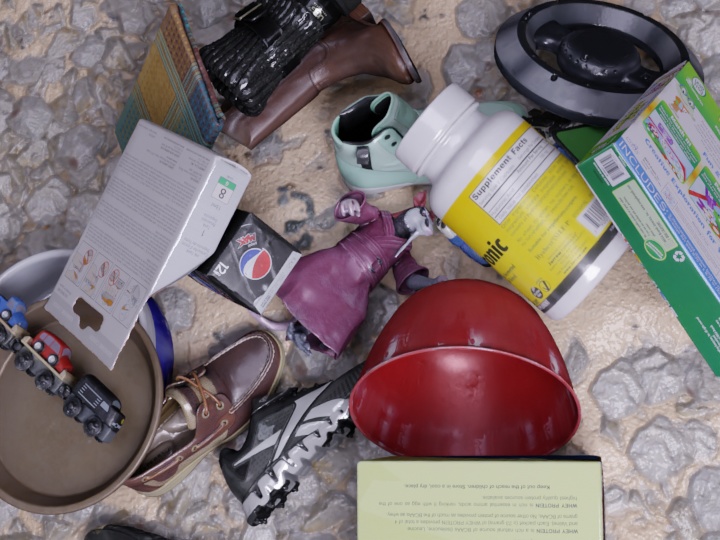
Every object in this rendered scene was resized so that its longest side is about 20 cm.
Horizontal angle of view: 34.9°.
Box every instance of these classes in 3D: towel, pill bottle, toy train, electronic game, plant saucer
[{"bbox_3d":[-0.189,-0.141,1.131,0.021,0.200,0.148,-8,64,-33],"label":"towel"},{"bbox_3d":[0.128,-0.063,0.971,0.200,0.111,0.112,43,86,5],"label":"pill bottle"},{"bbox_3d":[-0.285,0.080,1.038,0.199,0.034,0.046,38,81,20],"label":"toy train"},{"bbox_3d":[0.222,-0.195,1.069,0.196,0.042,0.202,4,42,-4],"label":"electronic game"},{"bbox_3d":[-0.271,0.123,1.055,0.196,0.029,0.204,-4,72,11],"label":"plant saucer"}]

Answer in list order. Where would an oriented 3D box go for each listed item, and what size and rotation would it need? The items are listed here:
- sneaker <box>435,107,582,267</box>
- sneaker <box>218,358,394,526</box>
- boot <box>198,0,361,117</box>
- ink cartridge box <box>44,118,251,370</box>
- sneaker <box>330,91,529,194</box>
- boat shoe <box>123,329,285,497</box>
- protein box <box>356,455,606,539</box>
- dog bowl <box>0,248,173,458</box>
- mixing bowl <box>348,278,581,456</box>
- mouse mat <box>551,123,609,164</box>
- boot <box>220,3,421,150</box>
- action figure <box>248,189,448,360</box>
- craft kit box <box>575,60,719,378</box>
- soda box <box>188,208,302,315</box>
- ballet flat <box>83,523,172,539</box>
[{"bbox_3d":[0.165,-0.084,1.078,0.200,0.089,0.079,-42,25,-1],"label":"sneaker"},{"bbox_3d":[-0.056,0.137,1.066,0.200,0.066,0.091,-45,72,-1],"label":"sneaker"},{"bbox_3d":[-0.094,-0.240,1.133,0.079,0.211,0.158,42,91,-21],"label":"boot"},{"bbox_3d":[-0.192,-0.024,1.023,0.160,0.050,0.202,28,93,50],"label":"ink cartridge box"},{"bbox_3d":[0.068,-0.131,1.090,0.197,0.118,0.075,-14,69,6],"label":"sneaker"},{"bbox_3d":[-0.154,0.132,1.086,0.200,0.072,0.072,-42,69,-2],"label":"boat shoe"},{"bbox_3d":[0.104,0.257,0.942,0.195,0.135,0.204,-2,82,12],"label":"protein box"},{"bbox_3d":[-0.287,0.087,1.127,0.196,0.079,0.204,-4,73,12],"label":"dog bowl"},{"bbox_3d":[0.092,0.080,0.999,0.196,0.202,0.110,-2,52,12],"label":"mixing bowl"},{"bbox_3d":[0.265,-0.076,1.008,0.161,0.199,0.008,50,126,20],"label":"mouse mat"},{"bbox_3d":[-0.050,-0.173,1.130,0.199,0.065,0.187,-35,31,-2],"label":"boot"},{"bbox_3d":[0.000,0.000,1.095,0.199,0.149,0.135,-38,97,-20],"label":"action figure"},{"bbox_3d":[0.276,-0.049,0.926,0.048,0.197,0.201,-30,96,44],"label":"craft kit box"},{"bbox_3d":[-0.127,-0.017,1.065,0.063,0.199,0.071,38,82,-22],"label":"soda box"},{"bbox_3d":[-0.171,0.280,1.067,0.197,0.057,0.068,11,104,21],"label":"ballet flat"}]
